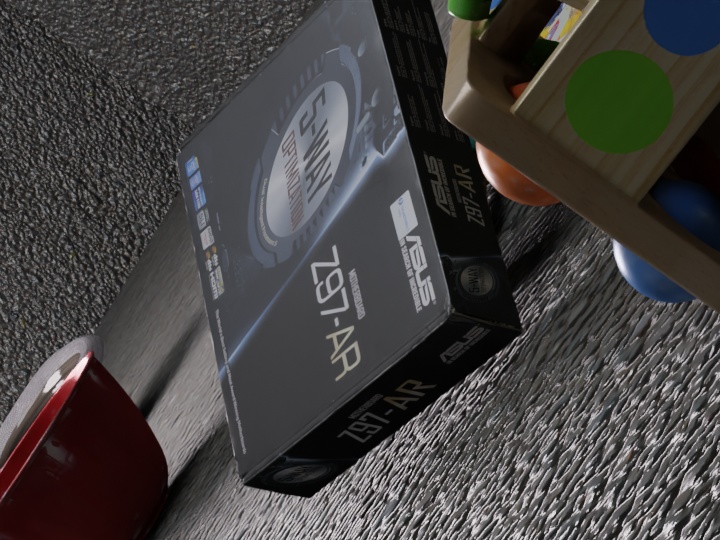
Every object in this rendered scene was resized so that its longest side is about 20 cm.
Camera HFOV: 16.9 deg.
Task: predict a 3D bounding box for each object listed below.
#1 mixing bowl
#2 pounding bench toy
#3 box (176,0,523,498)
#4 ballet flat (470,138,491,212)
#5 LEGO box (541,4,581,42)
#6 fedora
[{"bbox_3d":[-0.212,0.171,1.788,0.200,0.108,0.200,-53,9,12],"label":"mixing bowl"},{"bbox_3d":[0.083,-0.099,0.778,0.156,0.200,0.124,-52,9,19],"label":"pounding bench toy"},{"bbox_3d":[-0.011,-0.017,1.147,0.160,0.044,0.200,-40,49,37],"label":"box"},{"bbox_3d":[0.040,-0.051,1.349,0.200,0.069,0.063,-71,3,-66],"label":"ballet flat"},{"bbox_3d":[0.140,-0.118,0.965,0.149,0.077,0.200,-53,8,20],"label":"LEGO box"},{"bbox_3d":[-0.274,0.153,2.308,0.177,0.090,0.200,-60,15,-19],"label":"fedora"}]
